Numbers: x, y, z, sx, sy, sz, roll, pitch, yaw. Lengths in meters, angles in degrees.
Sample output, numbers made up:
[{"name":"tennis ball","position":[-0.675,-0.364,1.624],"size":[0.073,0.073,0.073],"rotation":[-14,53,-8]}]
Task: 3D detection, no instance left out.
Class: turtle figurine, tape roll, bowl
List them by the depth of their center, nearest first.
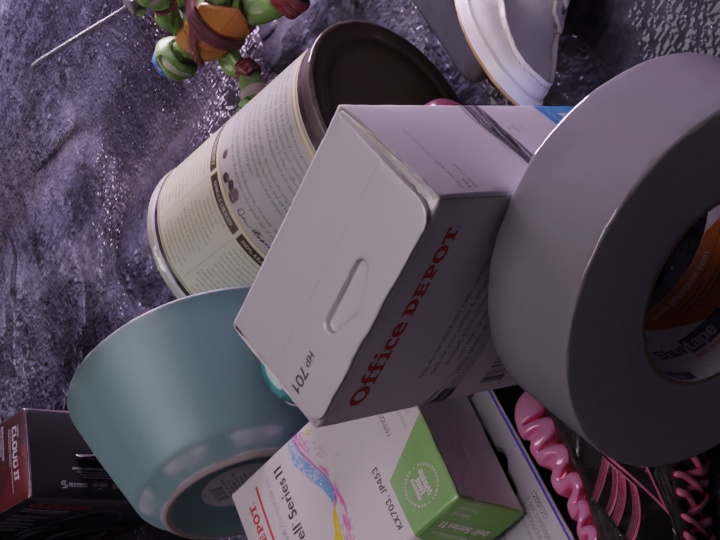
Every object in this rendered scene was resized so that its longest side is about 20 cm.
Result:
[{"name":"tape roll","position":[0.161,-0.004,0.760],"size":[0.066,0.199,0.202],"rotation":[38,111,46]},{"name":"bowl","position":[-0.095,0.113,1.044],"size":[0.201,0.199,0.106],"rotation":[-46,51,34]},{"name":"turtle figurine","position":[-0.108,-0.182,1.170],"size":[0.194,0.200,0.144],"rotation":[-39,89,33]}]

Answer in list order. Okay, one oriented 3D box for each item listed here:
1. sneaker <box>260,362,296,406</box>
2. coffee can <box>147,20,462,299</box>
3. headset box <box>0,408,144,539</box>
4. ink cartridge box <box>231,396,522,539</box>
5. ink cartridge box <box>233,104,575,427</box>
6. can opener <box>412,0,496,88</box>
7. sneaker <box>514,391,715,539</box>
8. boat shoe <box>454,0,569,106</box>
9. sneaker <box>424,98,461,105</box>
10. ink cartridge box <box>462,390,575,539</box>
[{"name":"sneaker","position":[0.000,0.000,0.910],"size":[0.078,0.079,0.200],"rotation":[45,109,18]},{"name":"coffee can","position":[-0.037,-0.058,1.050],"size":[0.199,0.145,0.148],"rotation":[-34,57,41]},{"name":"headset box","position":[-0.252,0.178,1.260],"size":[0.199,0.148,0.078],"rotation":[-28,62,43]},{"name":"ink cartridge box","position":[-0.007,0.158,0.944],"size":[0.200,0.067,0.118],"rotation":[-45,50,24]},{"name":"ink cartridge box","position":[0.051,-0.008,0.804],"size":[0.086,0.199,0.147],"rotation":[48,124,31]},{"name":"can opener","position":[0.062,-0.213,1.037],"size":[0.067,0.053,0.201],"rotation":[-53,48,30]},{"name":"sneaker","position":[0.164,0.120,0.839],"size":[0.095,0.079,0.201],"rotation":[-45,51,20]},{"name":"boat shoe","position":[0.103,-0.185,0.944],"size":[0.069,0.071,0.202],"rotation":[-30,43,28]},{"name":"sneaker","position":[0.115,-0.068,0.932],"size":[0.200,0.074,0.091],"rotation":[45,118,35]},{"name":"ink cartridge box","position":[0.058,0.173,0.969],"size":[0.201,0.043,0.199],"rotation":[-53,46,31]}]
